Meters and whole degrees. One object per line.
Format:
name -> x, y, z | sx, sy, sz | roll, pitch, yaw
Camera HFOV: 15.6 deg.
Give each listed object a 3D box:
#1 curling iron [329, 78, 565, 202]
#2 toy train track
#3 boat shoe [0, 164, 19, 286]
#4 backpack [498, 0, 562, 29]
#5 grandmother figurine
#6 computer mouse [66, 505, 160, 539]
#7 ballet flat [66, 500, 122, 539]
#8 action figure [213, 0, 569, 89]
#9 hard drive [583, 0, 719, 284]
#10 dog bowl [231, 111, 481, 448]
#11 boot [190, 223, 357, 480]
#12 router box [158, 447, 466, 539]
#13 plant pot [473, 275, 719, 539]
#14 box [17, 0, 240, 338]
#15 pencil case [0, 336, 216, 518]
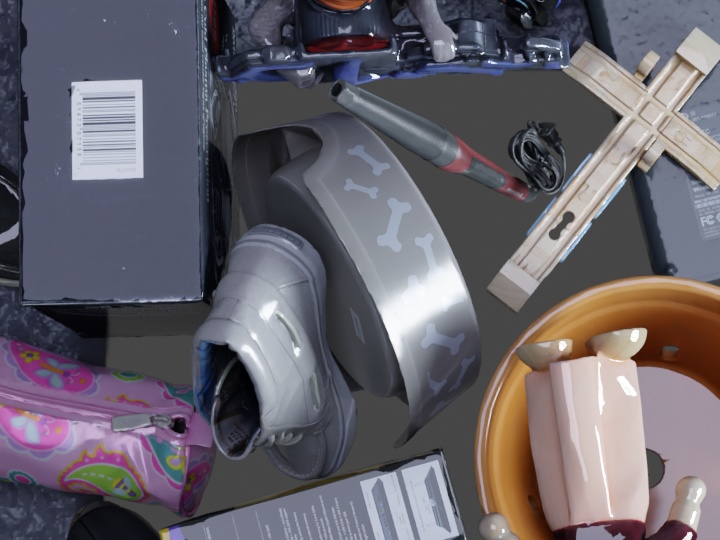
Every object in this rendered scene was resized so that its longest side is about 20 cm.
curling iron -> 0.050, -0.079, 1.513 | 0.026, 0.200, 0.050 | 12, 88, 45
toy train track -> 0.144, -0.060, 1.529 | 0.115, 0.033, 0.200 | 38, 84, 5
boat shoe -> -0.266, -0.055, 1.572 | 0.200, 0.068, 0.072 | 33, 84, 5
backpack -> 0.061, -0.250, 1.509 | 0.182, 0.200, 0.135 | 28, 82, 9
grandmother figurine -> 0.124, 0.136, 1.393 | 0.121, 0.061, 0.200 | -11, 80, 11
computer mouse -> -0.102, 0.234, 1.509 | 0.140, 0.046, 0.200 | 10, 69, -36
ballet flat -> -0.142, 0.235, 1.539 | 0.067, 0.046, 0.200 | -7, 80, -42
action figure -> 0.020, -0.164, 1.454 | 0.200, 0.194, 0.105 | 0, 67, -9
hard drive -> 0.222, -0.097, 1.569 | 0.139, 0.033, 0.200 | -14, 83, 1
dog bowl -> 0.000, 0.000, 1.492 | 0.059, 0.200, 0.200 | -28, 82, -15
boot -> -0.057, 0.073, 1.474 | 0.073, 0.200, 0.096 | 13, 50, 22
router box -> -0.022, 0.144, 1.466 | 0.157, 0.200, 0.052 | -16, 86, 0
plant pot -> 0.164, 0.111, 1.492 | 0.200, 0.140, 0.200 | 0, 82, 3
box -> -0.129, -0.069, 1.507 | 0.104, 0.182, 0.200 | -2, 83, 3
pencil case -> -0.180, 0.087, 1.539 | 0.200, 0.087, 0.088 | 12, 84, 6
